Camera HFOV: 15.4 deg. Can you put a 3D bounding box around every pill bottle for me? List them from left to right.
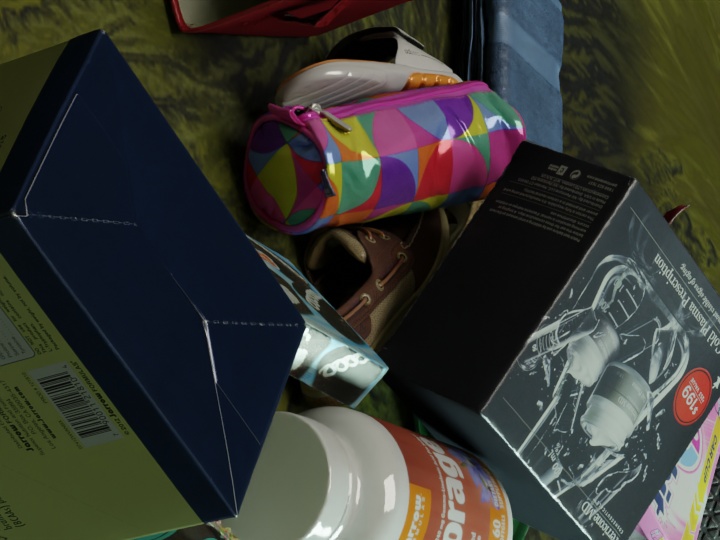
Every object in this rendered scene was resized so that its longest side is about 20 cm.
[{"bbox_3d":[0.000,0.146,1.612,0.200,0.112,0.113,23,58,-55],"label":"pill bottle"}]

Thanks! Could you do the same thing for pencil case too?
[{"bbox_3d":[0.016,-0.075,1.713,0.199,0.088,0.089,-12,88,-45],"label":"pencil case"}]

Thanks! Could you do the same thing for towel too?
[{"bbox_3d":[0.113,-0.147,2.001,0.112,0.048,0.201,37,46,-48],"label":"towel"}]

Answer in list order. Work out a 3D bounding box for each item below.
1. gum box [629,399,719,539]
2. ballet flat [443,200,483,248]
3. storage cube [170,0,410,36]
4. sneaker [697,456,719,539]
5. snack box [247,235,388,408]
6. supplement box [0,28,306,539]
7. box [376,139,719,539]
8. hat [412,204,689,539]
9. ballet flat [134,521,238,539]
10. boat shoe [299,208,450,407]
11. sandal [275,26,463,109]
[{"bbox_3d":[0.217,0.135,2.038,0.114,0.066,0.201,58,34,-26],"label":"gum box"},{"bbox_3d":[0.047,-0.001,1.825,0.065,0.071,0.200,43,32,-3],"label":"ballet flat"},{"bbox_3d":[-0.021,-0.252,1.691,0.179,0.170,0.202,-9,85,-62],"label":"storage cube"},{"bbox_3d":[0.318,0.236,2.195,0.083,0.071,0.201,-88,157,-75],"label":"sneaker"},{"bbox_3d":[-0.077,0.006,1.552,0.116,0.037,0.200,46,9,38],"label":"snack box"},{"bbox_3d":[-0.170,0.023,1.278,0.201,0.199,0.135,57,34,-30],"label":"supplement box"},{"bbox_3d":[0.134,0.054,1.714,0.183,0.104,0.200,-55,135,-13],"label":"box"},{"bbox_3d":[0.147,0.085,1.825,0.165,0.175,0.201,-24,98,-61],"label":"hat"},{"bbox_3d":[-0.109,0.136,1.472,0.064,0.075,0.201,-92,156,-53],"label":"ballet flat"},{"bbox_3d":[0.000,0.000,1.722,0.072,0.072,0.200,60,39,-28],"label":"boat shoe"},{"bbox_3d":[0.002,-0.134,1.770,0.206,0.079,0.060,6,58,-63],"label":"sandal"}]
